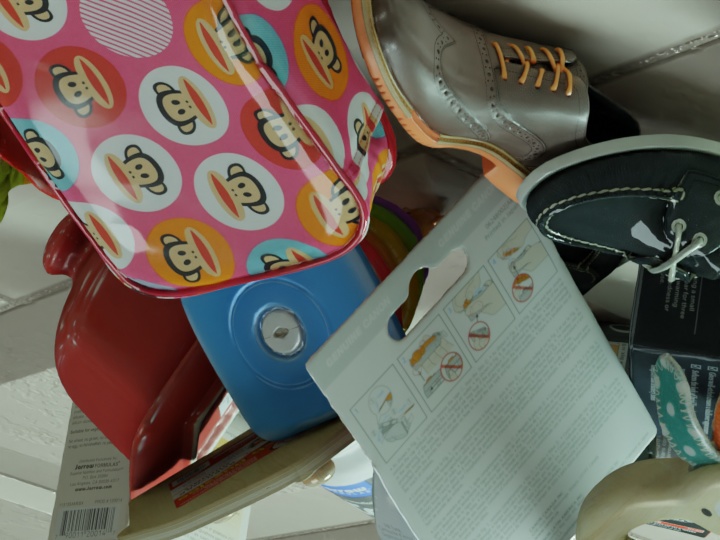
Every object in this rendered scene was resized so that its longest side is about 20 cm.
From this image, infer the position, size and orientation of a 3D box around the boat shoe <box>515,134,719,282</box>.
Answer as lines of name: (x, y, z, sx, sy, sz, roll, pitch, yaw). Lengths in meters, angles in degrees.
boat shoe: (0.173, -0.025, 1.100, 0.198, 0.061, 0.076, -2, 154, -21)

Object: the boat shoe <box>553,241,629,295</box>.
boat shoe: (0.103, -0.007, 1.224, 0.072, 0.068, 0.200, 43, 159, 6)

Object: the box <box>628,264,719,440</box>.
box: (0.252, 0.032, 1.220, 0.198, 0.108, 0.149, 8, 160, 10)

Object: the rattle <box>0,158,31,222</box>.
rattle: (-0.236, -0.097, 1.236, 0.199, 0.143, 0.131, 11, 134, 47)

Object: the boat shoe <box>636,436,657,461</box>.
boat shoe: (0.097, 0.084, 1.279, 0.073, 0.076, 0.200, -11, 152, 36)

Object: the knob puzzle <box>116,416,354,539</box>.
knob puzzle: (-0.042, 0.107, 1.208, 0.219, 0.219, 0.031, -22, 99, 56)

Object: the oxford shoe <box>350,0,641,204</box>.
oxford shoe: (0.066, -0.094, 1.055, 0.072, 0.072, 0.199, -22, 153, 27)

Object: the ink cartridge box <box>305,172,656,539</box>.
ink cartridge box: (0.058, 0.067, 1.153, 0.047, 0.160, 0.201, 10, 139, 52)

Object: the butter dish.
butter dish: (-0.122, 0.017, 1.313, 0.147, 0.201, 0.200, 32, 161, 6)

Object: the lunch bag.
lunch bag: (-0.095, -0.082, 0.999, 0.175, 0.082, 0.201, -15, 121, 28)

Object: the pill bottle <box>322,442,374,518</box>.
pill bottle: (0.011, 0.109, 1.542, 0.113, 0.115, 0.200, -2, 157, 31)

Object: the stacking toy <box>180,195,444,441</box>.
stacking toy: (0.000, 0.000, 1.224, 0.115, 0.110, 0.200, -25, -174, 32)

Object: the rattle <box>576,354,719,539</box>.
rattle: (0.165, 0.151, 1.091, 0.129, 0.143, 0.201, 28, 146, 9)

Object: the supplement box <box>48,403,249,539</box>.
supplement box: (-0.136, 0.124, 1.508, 0.073, 0.202, 0.126, -9, 152, 34)

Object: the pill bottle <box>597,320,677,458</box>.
pill bottle: (0.157, 0.090, 1.415, 0.198, 0.117, 0.117, 7, 160, 10)

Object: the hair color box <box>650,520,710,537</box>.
hair color box: (0.225, 0.132, 1.573, 0.100, 0.062, 0.200, 11, 159, 0)
